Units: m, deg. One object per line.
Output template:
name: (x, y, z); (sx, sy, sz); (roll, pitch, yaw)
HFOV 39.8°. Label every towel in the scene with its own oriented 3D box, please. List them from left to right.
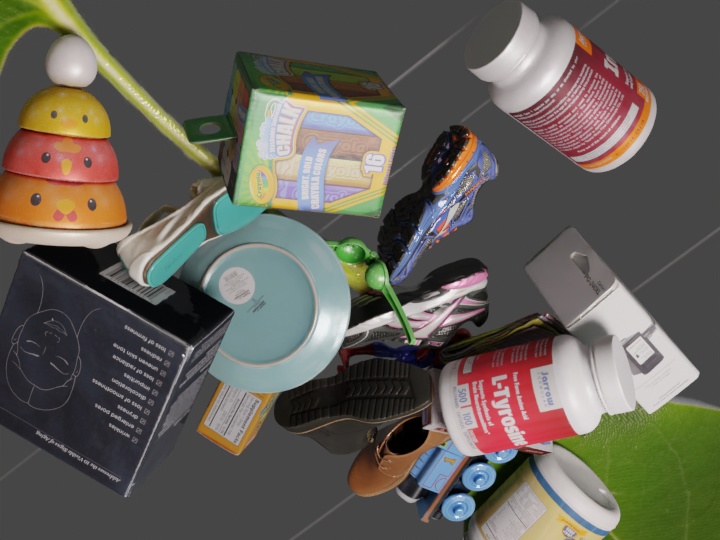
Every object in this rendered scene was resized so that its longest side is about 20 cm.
towel: (0.199, 0.110, 1.222); (0.143, 0.023, 0.200); (-25, 147, 23)

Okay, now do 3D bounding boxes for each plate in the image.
plate: (-0.111, 0.037, 1.095); (0.200, 0.026, 0.201); (1, 94, 9)

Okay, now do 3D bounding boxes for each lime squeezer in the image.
lime squeezer: (0.000, 0.000, 1.128); (0.200, 0.071, 0.038); (39, 121, 8)

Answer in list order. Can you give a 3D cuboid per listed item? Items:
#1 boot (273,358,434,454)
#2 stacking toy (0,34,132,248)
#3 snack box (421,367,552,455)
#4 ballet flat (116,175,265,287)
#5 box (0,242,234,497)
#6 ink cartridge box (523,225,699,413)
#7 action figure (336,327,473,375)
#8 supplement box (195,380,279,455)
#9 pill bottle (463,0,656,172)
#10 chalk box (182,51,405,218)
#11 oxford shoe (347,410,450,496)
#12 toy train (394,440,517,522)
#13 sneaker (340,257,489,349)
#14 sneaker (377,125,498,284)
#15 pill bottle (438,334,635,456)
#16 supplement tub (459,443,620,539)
boot: (0.015, 0.173, 1.212); (0.200, 0.078, 0.138); (-9, 148, 25)
stacking toy: (-0.293, -0.129, 0.971); (0.146, 0.146, 0.200); (2, 102, -17)
snack box: (0.159, 0.177, 1.233); (0.200, 0.072, 0.024); (18, 150, -32)
ballet flat: (-0.173, -0.059, 1.046); (0.200, 0.069, 0.070); (-40, 129, -32)
box: (-0.270, 0.092, 1.044); (0.200, 0.124, 0.197); (29, 111, 5)
ink cartridge box: (0.303, 0.059, 1.215); (0.083, 0.145, 0.200); (-41, 122, 11)
action figure: (0.074, 0.110, 1.237); (0.200, 0.052, 0.065); (-10, 134, -13)
supplement box: (-0.118, 0.116, 1.166); (0.069, 0.067, 0.200); (33, 111, 6)
pill bottle: (0.211, -0.198, 1.060); (0.200, 0.113, 0.113); (29, 108, -28)
chalk box: (-0.075, -0.141, 1.007); (0.200, 0.125, 0.124); (5, 118, -19)
oxford shoe: (0.038, 0.227, 1.261); (0.071, 0.071, 0.200); (-7, 147, -51)
toy train: (0.122, 0.243, 1.313); (0.114, 0.087, 0.200); (25, 112, -17)
sneaker: (0.067, 0.061, 1.181); (0.200, 0.080, 0.086); (-18, 110, -3)
sneaker: (0.090, -0.063, 1.130); (0.078, 0.075, 0.200); (23, 113, -29)
pill bottle: (0.198, 0.136, 1.115); (0.200, 0.112, 0.112); (-17, 126, 23)
supplement tub: (0.241, 0.354, 1.370); (0.145, 0.145, 0.200); (32, 107, -29)
